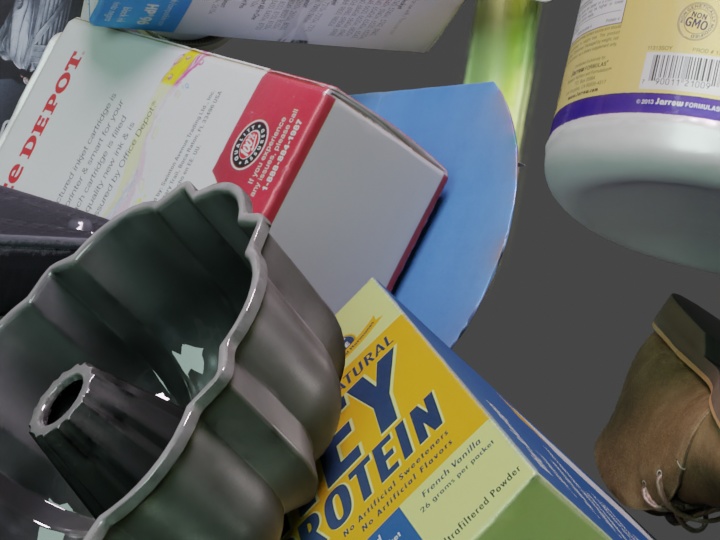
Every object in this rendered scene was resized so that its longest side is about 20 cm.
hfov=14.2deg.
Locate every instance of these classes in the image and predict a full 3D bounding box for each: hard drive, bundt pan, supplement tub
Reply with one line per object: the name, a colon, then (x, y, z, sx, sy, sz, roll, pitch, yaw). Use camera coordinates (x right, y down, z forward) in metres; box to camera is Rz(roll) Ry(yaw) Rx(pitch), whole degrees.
hard drive: (-0.184, -0.015, 1.197, 0.200, 0.135, 0.042, 17, 102, 51)
bundt pan: (-0.083, 0.069, 1.047, 0.202, 0.076, 0.202, -36, 27, 22)
supplement tub: (0.163, -0.110, 1.166, 0.145, 0.145, 0.200, 7, 74, 26)

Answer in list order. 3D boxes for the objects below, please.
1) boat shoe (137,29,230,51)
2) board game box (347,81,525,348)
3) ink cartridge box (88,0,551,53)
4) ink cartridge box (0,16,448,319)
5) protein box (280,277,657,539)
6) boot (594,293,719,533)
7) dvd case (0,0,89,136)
boat shoe: (-0.095, -0.200, 1.357, 0.075, 0.068, 0.200, -7, 66, -10)
board game box: (0.000, 0.000, 1.260, 0.200, 0.039, 0.158, -3, 63, 45)
ink cartridge box: (-0.019, -0.164, 1.290, 0.200, 0.068, 0.116, 4, 69, -16)
ink cartridge box: (-0.079, -0.017, 1.253, 0.200, 0.083, 0.146, 20, 81, 50)
protein box: (0.050, 0.140, 1.061, 0.135, 0.200, 0.199, -46, 25, 3)
boot: (0.142, 0.079, 1.121, 0.075, 0.074, 0.200, -54, 17, 9)
dvd case: (-0.193, -0.089, 1.399, 0.150, 0.025, 0.200, 2, 72, 25)
